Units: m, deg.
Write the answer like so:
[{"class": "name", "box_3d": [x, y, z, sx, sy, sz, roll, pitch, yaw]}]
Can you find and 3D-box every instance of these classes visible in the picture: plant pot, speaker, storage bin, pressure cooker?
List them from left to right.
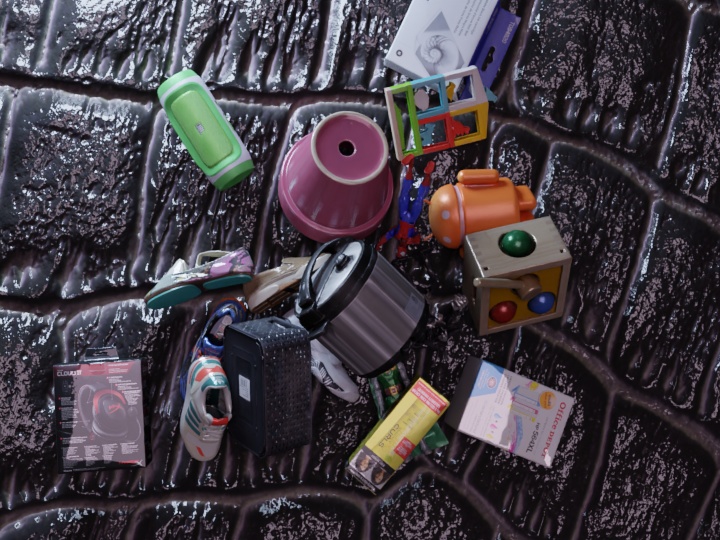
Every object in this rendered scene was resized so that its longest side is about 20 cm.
[{"class": "speaker", "box_3d": [-0.267, -0.241, 1.491, 0.088, 0.088, 0.201, -33, 91, -6]}, {"class": "storage bin", "box_3d": [-0.155, 0.190, 1.427, 0.093, 0.135, 0.203, -10, 105, -35]}, {"class": "plant pot", "box_3d": [-0.031, -0.164, 1.439, 0.197, 0.179, 0.203, 3, 71, -10]}, {"class": "pressure cooker", "box_3d": [-0.009, 0.048, 1.383, 0.200, 0.176, 0.179, 43, 94, -18]}]

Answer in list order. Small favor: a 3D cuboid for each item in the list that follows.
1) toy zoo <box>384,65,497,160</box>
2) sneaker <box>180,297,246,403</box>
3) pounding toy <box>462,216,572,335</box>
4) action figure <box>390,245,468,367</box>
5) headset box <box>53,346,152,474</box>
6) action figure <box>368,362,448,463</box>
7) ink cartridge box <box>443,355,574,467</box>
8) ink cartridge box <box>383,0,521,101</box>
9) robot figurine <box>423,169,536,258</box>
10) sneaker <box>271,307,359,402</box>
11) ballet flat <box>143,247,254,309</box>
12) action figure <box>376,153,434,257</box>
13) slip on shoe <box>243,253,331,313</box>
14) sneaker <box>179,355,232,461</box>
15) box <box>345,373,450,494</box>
[{"class": "toy zoo", "box_3d": [0.149, -0.283, 1.536, 0.197, 0.020, 0.133, -14, 115, -6]}, {"class": "sneaker", "box_3d": [-0.259, 0.140, 1.478, 0.075, 0.078, 0.202, 21, 88, -3]}, {"class": "pounding toy", "box_3d": [0.254, 0.014, 1.451, 0.182, 0.201, 0.143, -13, 49, -6]}, {"class": "action figure", "box_3d": [0.119, 0.066, 1.507, 0.118, 0.102, 0.202, -18, 88, -16]}, {"class": "headset box", "box_3d": [-0.434, 0.232, 1.459, 0.147, 0.075, 0.203, -4, 88, -6]}, {"class": "action figure", "box_3d": [0.066, 0.233, 1.521, 0.117, 0.055, 0.202, -21, 86, -3]}, {"class": "ink cartridge box", "box_3d": [0.267, 0.247, 1.500, 0.198, 0.125, 0.130, 22, 86, -4]}, {"class": "ink cartridge box", "box_3d": [0.170, -0.420, 1.561, 0.198, 0.041, 0.202, 25, 86, -4]}, {"class": "robot figurine", "box_3d": [0.206, -0.098, 1.513, 0.197, 0.144, 0.118, -6, 70, -2]}, {"class": "sneaker", "box_3d": [-0.051, 0.128, 1.500, 0.115, 0.075, 0.200, -45, 89, -3]}, {"class": "ballet flat", "box_3d": [-0.280, 0.008, 1.487, 0.198, 0.069, 0.072, -17, 69, 5]}, {"class": "action figure", "box_3d": [0.072, -0.086, 1.469, 0.065, 0.201, 0.099, 23, 46, 16]}, {"class": "slip on shoe", "box_3d": [-0.115, 0.003, 1.493, 0.199, 0.076, 0.061, -30, 70, 14]}, {"class": "sneaker", "box_3d": [-0.253, 0.247, 1.433, 0.070, 0.093, 0.202, -3, 116, -26]}, {"class": "box", "box_3d": [0.063, 0.277, 1.467, 0.075, 0.050, 0.200, 40, 90, -1]}]
